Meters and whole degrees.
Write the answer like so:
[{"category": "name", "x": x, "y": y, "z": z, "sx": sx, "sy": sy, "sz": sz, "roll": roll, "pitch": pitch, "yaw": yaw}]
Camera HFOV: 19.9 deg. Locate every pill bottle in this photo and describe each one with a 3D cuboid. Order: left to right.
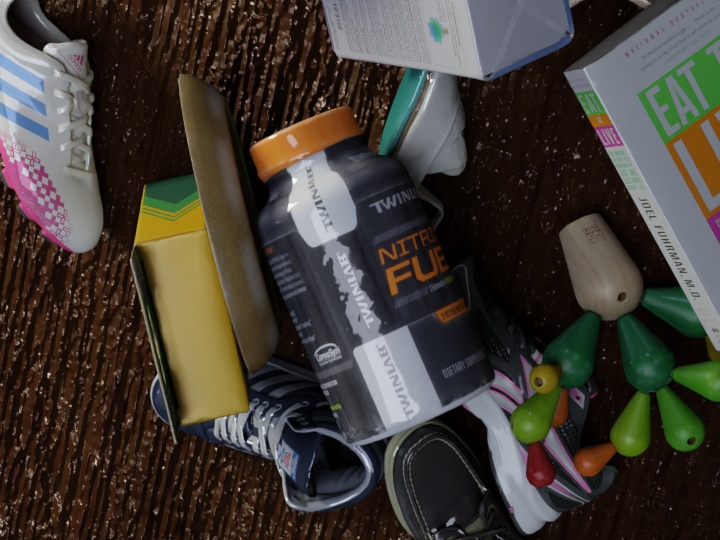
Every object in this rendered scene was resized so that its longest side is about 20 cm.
[{"category": "pill bottle", "x": 0.000, "y": 0.000, "z": 1.290, "sx": 0.106, "sy": 0.106, "sz": 0.201, "roll": -24, "pitch": 90, "yaw": 23}]

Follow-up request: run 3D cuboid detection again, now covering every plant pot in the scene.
[{"category": "plant pot", "x": -0.082, "y": -0.033, "z": 1.338, "sx": 0.027, "sy": 0.200, "sz": 0.201, "roll": -13, "pitch": 105, "yaw": 1}]

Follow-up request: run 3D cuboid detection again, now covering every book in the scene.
[{"category": "book", "x": 0.223, "y": -0.070, "z": 1.255, "sx": 0.133, "sy": 0.048, "sz": 0.201, "roll": -36, "pitch": 104, "yaw": -20}]

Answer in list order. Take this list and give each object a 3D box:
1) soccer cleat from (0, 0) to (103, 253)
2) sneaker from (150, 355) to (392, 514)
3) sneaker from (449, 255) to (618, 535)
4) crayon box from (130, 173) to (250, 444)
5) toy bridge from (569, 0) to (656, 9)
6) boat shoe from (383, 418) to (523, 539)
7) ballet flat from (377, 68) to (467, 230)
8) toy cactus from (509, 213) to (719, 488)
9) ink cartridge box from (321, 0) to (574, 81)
[{"category": "soccer cleat", "x": -0.214, "y": -0.110, "z": 1.414, "sx": 0.086, "sy": 0.070, "sz": 0.201, "roll": -20, "pitch": 101, "yaw": 23}, {"category": "sneaker", "x": -0.066, "y": 0.110, "z": 1.422, "sx": 0.199, "sy": 0.109, "sz": 0.071, "roll": 10, "pitch": 111, "yaw": 14}, {"category": "sneaker", "x": 0.113, "y": 0.074, "z": 1.382, "sx": 0.086, "sy": 0.080, "sz": 0.201, "roll": -21, "pitch": 110, "yaw": 12}, {"category": "crayon box", "x": -0.110, "y": 0.020, "z": 1.354, "sx": 0.051, "sy": 0.200, "sz": 0.126, "roll": -12, "pitch": 106, "yaw": 0}, {"category": "toy bridge", "x": 0.205, "y": -0.115, "z": 1.304, "sx": 0.067, "sy": 0.027, "sz": 0.201, "roll": -31, "pitch": 97, "yaw": 23}, {"category": "boat shoe", "x": 0.080, "y": 0.185, "z": 1.400, "sx": 0.073, "sy": 0.065, "sz": 0.201, "roll": -38, "pitch": 121, "yaw": -15}, {"category": "ballet flat", "x": 0.033, "y": -0.065, "z": 1.363, "sx": 0.069, "sy": 0.069, "sz": 0.201, "roll": 30, "pitch": 119, "yaw": 5}, {"category": "toy cactus", "x": 0.173, "y": 0.041, "z": 1.322, "sx": 0.199, "sy": 0.102, "sz": 0.166, "roll": -25, "pitch": 74, "yaw": -1}, {"category": "ink cartridge box", "x": 0.032, "y": -0.200, "z": 1.254, "sx": 0.200, "sy": 0.076, "sz": 0.137, "roll": 16, "pitch": 124, "yaw": 55}]
